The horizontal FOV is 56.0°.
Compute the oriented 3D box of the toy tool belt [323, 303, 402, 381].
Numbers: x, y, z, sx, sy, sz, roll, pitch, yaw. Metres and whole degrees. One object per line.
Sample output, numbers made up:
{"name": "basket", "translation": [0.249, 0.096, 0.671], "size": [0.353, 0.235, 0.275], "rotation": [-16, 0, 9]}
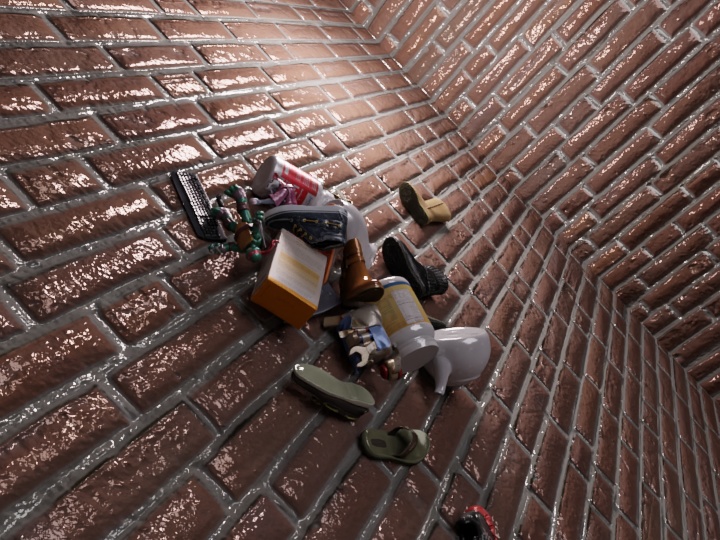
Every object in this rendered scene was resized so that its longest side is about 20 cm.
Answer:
{"name": "toy tool belt", "translation": [0.000, 0.173, 1.522], "size": [0.122, 0.126, 0.201], "rotation": [-12, 53, -21]}

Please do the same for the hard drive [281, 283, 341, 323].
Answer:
{"name": "hard drive", "translation": [-0.139, 0.052, 1.541], "size": [0.135, 0.042, 0.199], "rotation": [53, 30, 13]}

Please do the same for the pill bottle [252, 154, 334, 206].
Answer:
{"name": "pill bottle", "translation": [-0.171, -0.205, 1.756], "size": [0.199, 0.112, 0.113], "rotation": [27, 34, -30]}

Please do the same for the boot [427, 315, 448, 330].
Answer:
{"name": "boot", "translation": [0.150, 0.111, 1.835], "size": [0.199, 0.068, 0.131], "rotation": [24, 30, -37]}

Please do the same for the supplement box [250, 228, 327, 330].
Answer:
{"name": "supplement box", "translation": [-0.150, 0.015, 1.450], "size": [0.125, 0.074, 0.201], "rotation": [34, 30, -16]}

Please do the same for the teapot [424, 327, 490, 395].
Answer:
{"name": "teapot", "translation": [0.243, 0.229, 1.720], "size": [0.198, 0.197, 0.148], "rotation": [-8, 95, -14]}

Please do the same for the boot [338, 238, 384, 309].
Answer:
{"name": "boot", "translation": [0.000, 0.000, 1.588], "size": [0.076, 0.200, 0.157], "rotation": [4, 76, -15]}

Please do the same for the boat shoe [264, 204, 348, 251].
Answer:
{"name": "boat shoe", "translation": [-0.127, -0.094, 1.533], "size": [0.071, 0.198, 0.092], "rotation": [72, 17, -64]}

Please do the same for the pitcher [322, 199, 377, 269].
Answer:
{"name": "pitcher", "translation": [-0.032, -0.068, 1.741], "size": [0.173, 0.120, 0.201], "rotation": [-89, 154, -44]}

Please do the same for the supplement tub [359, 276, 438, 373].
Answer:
{"name": "supplement tub", "translation": [0.091, 0.132, 1.639], "size": [0.144, 0.145, 0.201], "rotation": [9, 45, -48]}

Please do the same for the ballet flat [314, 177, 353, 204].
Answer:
{"name": "ballet flat", "translation": [-0.106, -0.226, 1.921], "size": [0.199, 0.063, 0.069], "rotation": [33, 30, -22]}

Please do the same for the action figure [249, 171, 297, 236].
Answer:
{"name": "action figure", "translation": [-0.172, -0.144, 1.630], "size": [0.134, 0.147, 0.202], "rotation": [-25, 101, -78]}

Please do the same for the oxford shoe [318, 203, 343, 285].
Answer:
{"name": "oxford shoe", "translation": [-0.064, -0.053, 1.593], "size": [0.073, 0.071, 0.202], "rotation": [30, 66, -45]}

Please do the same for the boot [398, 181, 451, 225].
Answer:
{"name": "boot", "translation": [0.227, -0.237, 2.385], "size": [0.199, 0.066, 0.176], "rotation": [-19, 80, -59]}

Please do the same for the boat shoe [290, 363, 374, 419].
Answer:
{"name": "boat shoe", "translation": [-0.063, 0.250, 1.368], "size": [0.200, 0.061, 0.072], "rotation": [29, 21, -29]}

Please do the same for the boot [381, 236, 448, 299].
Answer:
{"name": "boot", "translation": [0.159, -0.010, 1.977], "size": [0.157, 0.079, 0.213], "rotation": [-15, 75, -51]}

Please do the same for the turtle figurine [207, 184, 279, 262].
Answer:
{"name": "turtle figurine", "translation": [-0.254, -0.080, 1.441], "size": [0.101, 0.149, 0.201], "rotation": [42, 14, -53]}

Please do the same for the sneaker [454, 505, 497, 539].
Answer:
{"name": "sneaker", "translation": [0.254, 0.577, 1.364], "size": [0.097, 0.071, 0.201], "rotation": [8, 44, -49]}

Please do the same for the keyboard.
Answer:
{"name": "keyboard", "translation": [-0.348, -0.145, 1.540], "size": [0.126, 0.021, 0.201], "rotation": [4, 50, -51]}

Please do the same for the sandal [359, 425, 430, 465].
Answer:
{"name": "sandal", "translation": [0.084, 0.362, 1.424], "size": [0.200, 0.057, 0.080], "rotation": [14, 42, -45]}
